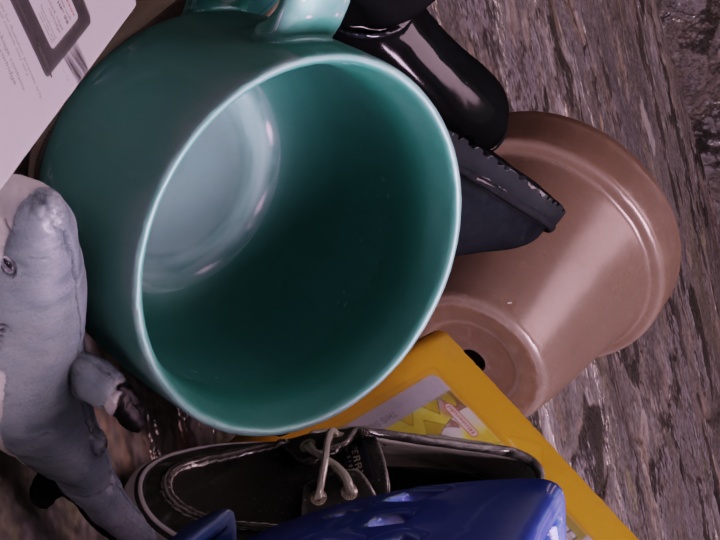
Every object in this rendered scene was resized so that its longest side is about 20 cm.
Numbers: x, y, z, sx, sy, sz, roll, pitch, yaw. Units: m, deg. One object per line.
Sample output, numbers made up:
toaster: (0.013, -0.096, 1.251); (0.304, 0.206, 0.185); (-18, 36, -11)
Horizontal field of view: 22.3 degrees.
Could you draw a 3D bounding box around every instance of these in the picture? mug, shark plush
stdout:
mug: (-0.044, -0.039, 0.734); (0.152, 0.114, 0.186); (36, 85, -41)
shark plush: (-0.119, 0.047, 0.683); (0.091, 0.083, 0.201); (-51, 141, -48)

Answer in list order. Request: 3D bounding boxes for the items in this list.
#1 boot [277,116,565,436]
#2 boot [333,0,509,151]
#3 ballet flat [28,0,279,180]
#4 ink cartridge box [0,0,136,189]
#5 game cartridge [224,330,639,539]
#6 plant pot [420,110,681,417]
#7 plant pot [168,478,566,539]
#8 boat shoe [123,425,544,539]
boot: (0.000, 0.000, 0.892); (0.076, 0.169, 0.200); (39, 9, 33)
boot: (0.029, -0.142, 0.913); (0.197, 0.162, 0.074); (26, 50, -21)
ballet flat: (-0.077, -0.113, 0.785); (0.069, 0.200, 0.070); (41, 20, -18)
ink cartridge box: (-0.151, -0.081, 0.605); (0.200, 0.115, 0.067); (-72, 145, -59)
game cartridge: (0.027, 0.129, 0.896); (0.199, 0.033, 0.176); (-25, 64, -43)
plant pot: (0.111, 0.016, 1.317); (0.175, 0.199, 0.201); (-54, 133, -43)
plant pot: (-0.020, 0.198, 0.707); (0.200, 0.178, 0.202); (-31, 119, -72)
boat shoe: (-0.011, 0.099, 0.840); (0.064, 0.198, 0.071); (118, -34, -43)
